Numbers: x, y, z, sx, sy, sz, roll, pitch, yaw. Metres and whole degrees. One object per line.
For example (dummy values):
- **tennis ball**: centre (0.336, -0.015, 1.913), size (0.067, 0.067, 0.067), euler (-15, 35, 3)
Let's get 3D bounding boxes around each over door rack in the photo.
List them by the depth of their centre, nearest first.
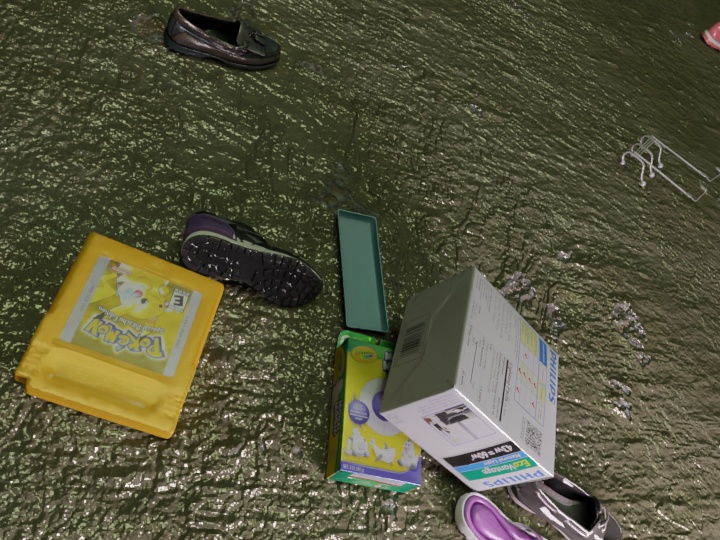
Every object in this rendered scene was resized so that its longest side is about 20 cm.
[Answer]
- **over door rack**: centre (0.729, -0.237, 1.447), size (0.199, 0.067, 0.147), euler (36, 46, 22)

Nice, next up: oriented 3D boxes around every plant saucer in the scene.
- **plant saucer**: centre (0.000, 0.000, 0.914), size (0.069, 0.019, 0.202), euler (10, 56, -25)

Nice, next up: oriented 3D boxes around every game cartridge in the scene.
- **game cartridge**: centre (-0.267, 0.070, 0.704), size (0.174, 0.032, 0.202), euler (23, 51, -16)

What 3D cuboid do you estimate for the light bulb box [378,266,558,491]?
- **light bulb box**: centre (0.151, 0.144, 0.800), size (0.200, 0.124, 0.200), euler (43, 43, -22)

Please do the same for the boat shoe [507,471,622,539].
- **boat shoe**: centre (0.296, 0.332, 0.848), size (0.198, 0.057, 0.067), euler (30, 50, -10)

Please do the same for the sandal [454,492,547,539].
- **sandal**: centre (0.208, 0.360, 0.783), size (0.201, 0.050, 0.083), euler (35, 50, -7)

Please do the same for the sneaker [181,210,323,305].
- **sneaker**: centre (-0.137, -0.025, 0.816), size (0.198, 0.076, 0.088), euler (25, 30, -27)

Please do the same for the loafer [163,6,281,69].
- **loafer**: centre (-0.216, -0.381, 1.001), size (0.198, 0.063, 0.073), euler (-2, 62, -31)

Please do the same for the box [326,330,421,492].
- **box**: centre (0.021, 0.174, 0.797), size (0.116, 0.048, 0.202), euler (17, 52, -21)

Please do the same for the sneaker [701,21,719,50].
- **sneaker**: centre (1.301, -0.808, 2.145), size (0.198, 0.087, 0.075), euler (18, 54, -20)
